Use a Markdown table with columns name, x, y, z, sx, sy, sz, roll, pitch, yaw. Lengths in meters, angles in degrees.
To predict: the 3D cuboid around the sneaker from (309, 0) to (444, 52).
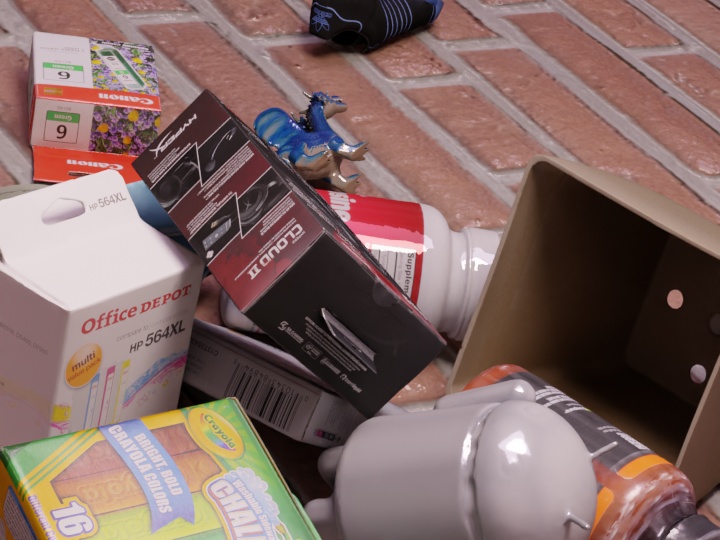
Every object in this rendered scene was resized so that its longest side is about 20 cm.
| name | x | y | z | sx | sy | sz | roll | pitch | yaw |
| --- | --- | --- | --- | --- | --- | --- | --- | --- | --- |
| sneaker | 0.011 | -0.251 | 2.277 | 0.070 | 0.078 | 0.200 | 26 | 9 | 30 |

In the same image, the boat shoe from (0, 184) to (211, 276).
| name | x | y | z | sx | sy | sz | roll | pitch | yaw |
| --- | --- | --- | --- | --- | --- | --- | --- | --- | --- |
| boat shoe | -0.204 | -0.019 | 1.767 | 0.200 | 0.061 | 0.072 | 5 | 72 | 5 |

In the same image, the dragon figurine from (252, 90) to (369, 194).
| name | x | y | z | sx | sy | sz | roll | pitch | yaw |
| --- | --- | --- | --- | --- | --- | --- | --- | --- | --- |
| dragon figurine | -0.062 | -0.098 | 1.964 | 0.099 | 0.059 | 0.200 | 28 | 31 | 27 |

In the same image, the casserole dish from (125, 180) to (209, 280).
| name | x | y | z | sx | sy | sz | roll | pitch | yaw |
| --- | --- | --- | --- | --- | --- | --- | --- | --- | --- |
| casserole dish | -0.157 | 0.001 | 1.630 | 0.121 | 0.200 | 0.039 | -6 | 59 | -39 |

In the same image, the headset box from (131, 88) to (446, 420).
| name | x | y | z | sx | sy | sz | roll | pitch | yaw |
| --- | --- | --- | --- | --- | --- | --- | --- | --- | --- |
| headset box | -0.042 | -0.006 | 1.499 | 0.149 | 0.077 | 0.200 | 42 | 7 | -44 |

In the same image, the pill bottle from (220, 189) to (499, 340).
| name | x | y | z | sx | sy | sz | roll | pitch | yaw |
| --- | --- | --- | --- | --- | --- | --- | --- | --- | --- |
| pill bottle | 0.000 | 0.000 | 1.752 | 0.198 | 0.113 | 0.112 | 7 | 28 | -9 |

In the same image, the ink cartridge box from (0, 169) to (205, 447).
| name | x | y | z | sx | sy | sz | roll | pitch | yaw |
| --- | --- | --- | --- | --- | --- | --- | --- | --- | --- |
| ink cartridge box | -0.195 | 0.045 | 1.495 | 0.125 | 0.201 | 0.128 | 30 | 32 | 29 |

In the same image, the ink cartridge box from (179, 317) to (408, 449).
| name | x | y | z | sx | sy | sz | roll | pitch | yaw |
| --- | --- | --- | --- | --- | --- | --- | --- | --- | --- |
| ink cartridge box | -0.063 | 0.078 | 1.610 | 0.196 | 0.044 | 0.200 | 24 | -1 | 31 |

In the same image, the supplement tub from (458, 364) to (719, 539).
| name | x | y | z | sx | sy | sz | roll | pitch | yaw |
| --- | --- | --- | --- | --- | --- | --- | --- | --- | --- |
| supplement tub | 0.145 | 0.151 | 1.536 | 0.107 | 0.108 | 0.200 | -17 | 39 | -43 |

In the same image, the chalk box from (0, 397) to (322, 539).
| name | x | y | z | sx | sy | sz | roll | pitch | yaw |
| --- | --- | --- | --- | --- | --- | --- | --- | --- | --- |
| chalk box | -0.107 | 0.165 | 1.356 | 0.199 | 0.124 | 0.125 | -12 | 51 | -31 |

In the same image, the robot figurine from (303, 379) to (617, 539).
| name | x | y | z | sx | sy | sz | roll | pitch | yaw |
| --- | --- | --- | --- | --- | --- | --- | --- | --- | --- |
| robot figurine | 0.063 | 0.141 | 1.460 | 0.199 | 0.113 | 0.170 | -9 | 51 | 32 |

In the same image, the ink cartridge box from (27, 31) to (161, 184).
| name | x | y | z | sx | sy | sz | roll | pitch | yaw |
| --- | --- | --- | --- | --- | --- | --- | --- | --- | --- |
| ink cartridge box | -0.224 | -0.135 | 1.978 | 0.108 | 0.051 | 0.200 | 6 | 28 | -12 |

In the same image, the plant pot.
| name | x | y | z | sx | sy | sz | roll | pitch | yaw |
| --- | --- | --- | --- | --- | --- | --- | --- | --- | --- |
| plant pot | 0.214 | 0.046 | 1.687 | 0.199 | 0.201 | 0.176 | 32 | 22 | 34 |
